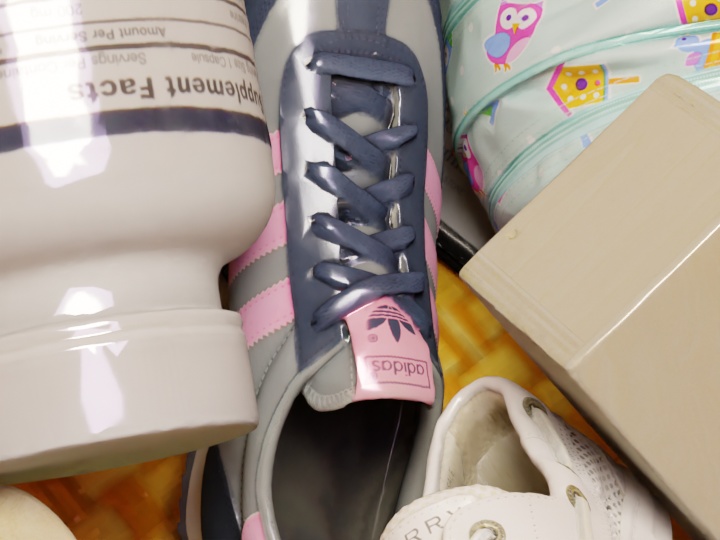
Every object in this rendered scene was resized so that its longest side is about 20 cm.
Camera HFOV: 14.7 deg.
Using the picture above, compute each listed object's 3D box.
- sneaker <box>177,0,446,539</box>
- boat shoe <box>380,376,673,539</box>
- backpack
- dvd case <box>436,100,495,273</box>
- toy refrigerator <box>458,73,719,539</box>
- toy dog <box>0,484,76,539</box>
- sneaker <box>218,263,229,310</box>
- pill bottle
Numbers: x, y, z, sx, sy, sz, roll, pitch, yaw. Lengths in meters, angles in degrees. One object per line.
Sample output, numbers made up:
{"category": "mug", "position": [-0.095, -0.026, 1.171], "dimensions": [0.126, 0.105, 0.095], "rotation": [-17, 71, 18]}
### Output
{"category": "sneaker", "position": [0.000, 0.000, 0.734], "dimensions": [0.070, 0.082, 0.200], "rotation": [0, 99, -24]}
{"category": "boat shoe", "position": [0.028, 0.083, 0.633], "dimensions": [0.071, 0.200, 0.069], "rotation": [-37, 103, 15]}
{"category": "backpack", "position": [0.119, -0.073, 0.776], "dimensions": [0.200, 0.167, 0.127], "rotation": [-10, 65, -4]}
{"category": "dvd case", "position": [0.091, -0.069, 0.861], "dimensions": [0.143, 0.018, 0.200], "rotation": [39, 65, 7]}
{"category": "toy refrigerator", "position": [0.117, 0.047, 0.724], "dimensions": [0.076, 0.070, 0.200], "rotation": [-44, 122, -2]}
{"category": "toy dog", "position": [-0.061, 0.123, 0.632], "dimensions": [0.200, 0.096, 0.132], "rotation": [33, 53, -1]}
{"category": "sneaker", "position": [-0.076, -0.088, 0.799], "dimensions": [0.112, 0.073, 0.200], "rotation": [-43, 90, -12]}
{"category": "pill bottle", "position": [-0.082, -0.052, 0.695], "dimensions": [0.111, 0.111, 0.200], "rotation": [-8, 82, -15]}
